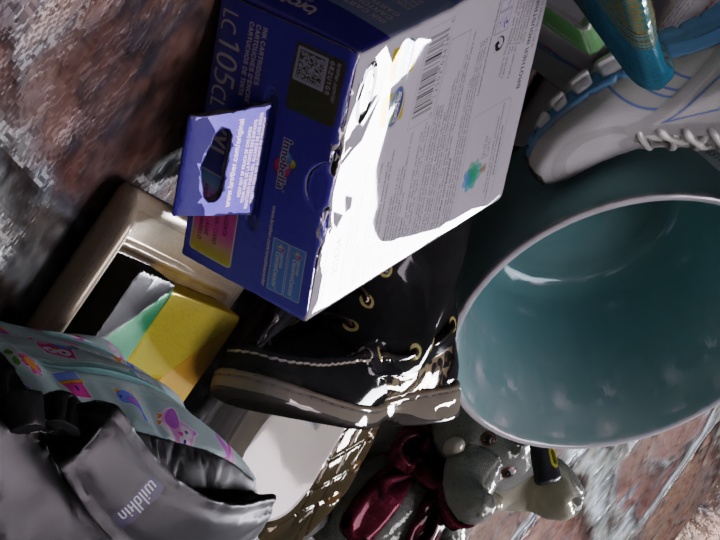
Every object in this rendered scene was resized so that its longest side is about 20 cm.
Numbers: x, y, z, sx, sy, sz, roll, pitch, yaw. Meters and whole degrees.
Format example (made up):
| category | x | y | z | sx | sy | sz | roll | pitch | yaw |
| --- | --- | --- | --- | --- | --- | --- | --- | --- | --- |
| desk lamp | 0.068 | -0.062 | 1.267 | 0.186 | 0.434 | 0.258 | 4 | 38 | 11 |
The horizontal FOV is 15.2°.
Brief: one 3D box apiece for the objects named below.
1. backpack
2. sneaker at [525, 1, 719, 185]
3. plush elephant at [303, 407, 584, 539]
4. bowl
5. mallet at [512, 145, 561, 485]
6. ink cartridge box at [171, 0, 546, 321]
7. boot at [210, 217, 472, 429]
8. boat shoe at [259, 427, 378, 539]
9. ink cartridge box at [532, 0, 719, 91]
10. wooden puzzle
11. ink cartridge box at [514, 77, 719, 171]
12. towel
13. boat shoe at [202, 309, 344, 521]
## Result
| category | x | y | z | sx | sy | sz | roll | pitch | yaw |
| --- | --- | --- | --- | --- | --- | --- | --- | --- | --- |
| backpack | -0.130 | 0.093 | 1.074 | 0.199 | 0.127 | 0.167 | 12 | 119 | -53 |
| sneaker | 0.179 | -0.085 | 1.364 | 0.199 | 0.087 | 0.075 | -29 | 166 | 12 |
| plush elephant | 0.045 | 0.127 | 1.613 | 0.154 | 0.165 | 0.201 | -29 | -157 | 34 |
| bowl | 0.131 | -0.005 | 1.481 | 0.199 | 0.105 | 0.202 | -9 | 137 | -9 |
| mallet | 0.096 | 0.023 | 1.582 | 0.066 | 0.041 | 0.202 | -29 | 107 | -61 |
| ink cartridge box | -0.004 | -0.071 | 1.187 | 0.200 | 0.076 | 0.137 | -34 | 143 | -50 |
| boot | 0.000 | 0.000 | 1.329 | 0.200 | 0.073 | 0.152 | 6 | 94 | -58 |
| boat shoe | -0.061 | 0.125 | 1.482 | 0.201 | 0.067 | 0.072 | -53 | 160 | 6 |
| ink cartridge box | 0.140 | -0.175 | 1.414 | 0.146 | 0.087 | 0.200 | -53 | 163 | -2 |
| wooden puzzle | -0.120 | 0.057 | 1.225 | 0.186 | 0.037 | 0.200 | -56 | 165 | 2 |
| ink cartridge box | 0.190 | -0.101 | 1.604 | 0.201 | 0.145 | 0.084 | -60 | 166 | 19 |
| towel | 0.088 | -0.164 | 1.184 | 0.022 | 0.147 | 0.200 | -34 | 162 | 0 |
| boat shoe | -0.025 | 0.048 | 1.429 | 0.072 | 0.068 | 0.201 | 49 | 65 | -39 |
